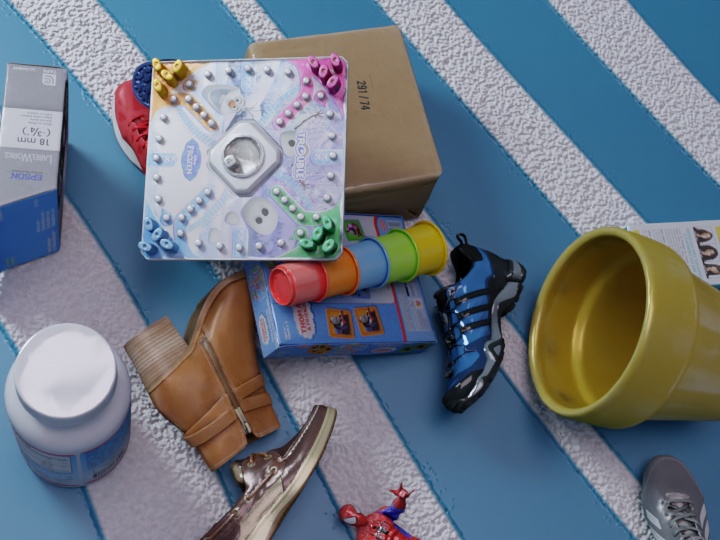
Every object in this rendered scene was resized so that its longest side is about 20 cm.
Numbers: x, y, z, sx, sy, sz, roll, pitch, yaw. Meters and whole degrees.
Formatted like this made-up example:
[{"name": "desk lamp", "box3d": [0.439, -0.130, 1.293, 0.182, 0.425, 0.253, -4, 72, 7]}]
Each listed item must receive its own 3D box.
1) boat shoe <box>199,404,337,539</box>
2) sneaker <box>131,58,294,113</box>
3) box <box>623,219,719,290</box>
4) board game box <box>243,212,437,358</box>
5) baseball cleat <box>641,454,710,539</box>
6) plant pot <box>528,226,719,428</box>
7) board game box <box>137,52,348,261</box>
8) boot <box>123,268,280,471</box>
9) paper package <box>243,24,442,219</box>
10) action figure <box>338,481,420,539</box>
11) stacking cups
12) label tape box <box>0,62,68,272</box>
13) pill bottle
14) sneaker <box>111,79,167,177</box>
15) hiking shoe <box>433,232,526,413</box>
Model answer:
[{"name": "boat shoe", "box3d": [-0.094, 0.204, 1.049, 0.072, 0.072, 0.201, 33, 70, 2]}, {"name": "sneaker", "box3d": [-0.134, -0.175, 1.126, 0.199, 0.071, 0.078, 23, 20, 14]}, {"name": "box", "box3d": [0.398, -0.012, 1.263, 0.199, 0.049, 0.083, -3, 68, -14]}, {"name": "board game box", "box3d": [-0.024, 0.012, 1.128, 0.199, 0.037, 0.152, 2, 64, -37]}, {"name": "baseball cleat", "box3d": [0.335, 0.274, 1.092, 0.069, 0.107, 0.201, -2, 65, -8]}, {"name": "plant pot", "box3d": [0.308, 0.074, 1.137, 0.188, 0.201, 0.202, 15, 63, -23]}, {"name": "board game box", "box3d": [-0.113, -0.110, 1.047, 0.198, 0.026, 0.202, 0, 80, 9]}, {"name": "boot", "box3d": [-0.122, 0.093, 1.098, 0.200, 0.074, 0.155, -34, 87, -28]}, {"name": "paper package", "box3d": [-0.027, -0.154, 1.203, 0.189, 0.104, 0.201, -10, 70, -15]}, {"name": "action figure", "box3d": [0.070, 0.273, 1.042, 0.199, 0.099, 0.065, 29, 62, 4]}, {"name": "stacking cups", "box3d": [0.000, 0.000, 1.091, 0.199, 0.061, 0.061, -18, 71, -39]}, {"name": "label tape box", "box3d": [-0.327, -0.080, 1.080, 0.063, 0.144, 0.201, 4, 66, -13]}, {"name": "pill bottle", "box3d": [-0.260, 0.120, 0.975, 0.108, 0.200, 0.109, 5, 65, -11]}, {"name": "sneaker", "box3d": [-0.206, -0.139, 1.148, 0.078, 0.116, 0.201, -23, 74, -21]}, {"name": "hiking shoe", "box3d": [0.108, 0.060, 1.154, 0.086, 0.074, 0.201, 27, 53, -8]}]
